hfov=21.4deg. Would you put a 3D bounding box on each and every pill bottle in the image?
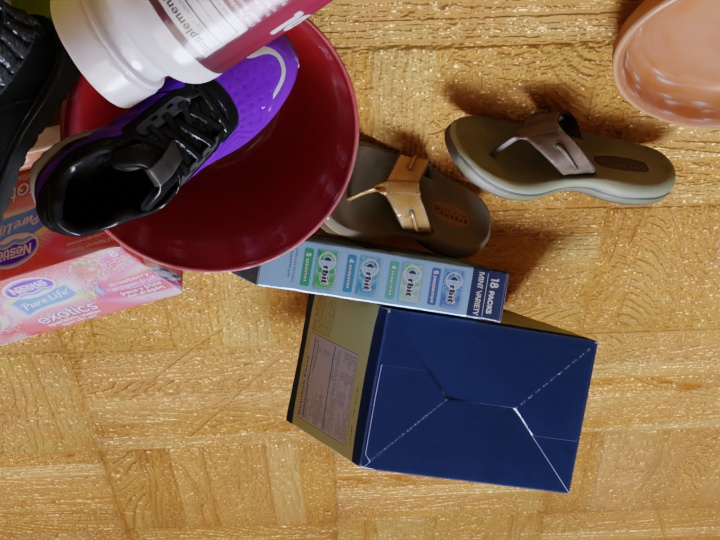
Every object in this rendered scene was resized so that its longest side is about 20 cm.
[{"bbox_3d":[-0.085,-0.187,1.157,0.199,0.113,0.113,-31,145,15],"label":"pill bottle"}]

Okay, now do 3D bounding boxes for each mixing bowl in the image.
[{"bbox_3d":[-0.104,-0.110,1.317,0.199,0.108,0.201,-2,110,-5],"label":"mixing bowl"}]

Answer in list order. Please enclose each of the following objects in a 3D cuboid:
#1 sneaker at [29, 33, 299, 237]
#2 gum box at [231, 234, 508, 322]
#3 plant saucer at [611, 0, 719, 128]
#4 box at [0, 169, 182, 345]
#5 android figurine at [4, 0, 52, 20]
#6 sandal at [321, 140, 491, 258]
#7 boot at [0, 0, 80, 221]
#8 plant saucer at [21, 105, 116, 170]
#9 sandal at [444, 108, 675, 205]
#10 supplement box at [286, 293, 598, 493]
[{"bbox_3d":[-0.120,-0.080,1.214,0.200,0.100,0.070,-34,109,3],"label":"sneaker"},{"bbox_3d":[0.000,0.000,1.552,0.199,0.045,0.170,8,-177,-14],"label":"gum box"},{"bbox_3d":[0.278,-0.168,1.359,0.199,0.038,0.200,-3,153,-1],"label":"plant saucer"},{"bbox_3d":[-0.249,-0.018,1.534,0.199,0.103,0.095,-15,150,25],"label":"box"},{"bbox_3d":[-0.204,-0.211,1.208,0.181,0.041,0.200,-6,153,-22],"label":"android figurine"},{"bbox_3d":[0.041,-0.057,1.505,0.199,0.081,0.054,15,162,-41],"label":"sandal"},{"bbox_3d":[-0.281,-0.094,1.192,0.079,0.212,0.158,33,-173,28],"label":"boot"},{"bbox_3d":[-0.267,-0.088,1.388,0.199,0.032,0.200,-14,-178,0],"label":"plant saucer"},{"bbox_3d":[0.155,-0.096,1.460,0.200,0.080,0.057,3,136,-23],"label":"sandal"},{"bbox_3d":[0.065,0.097,1.654,0.199,0.135,0.200,10,-176,-21],"label":"supplement box"}]
